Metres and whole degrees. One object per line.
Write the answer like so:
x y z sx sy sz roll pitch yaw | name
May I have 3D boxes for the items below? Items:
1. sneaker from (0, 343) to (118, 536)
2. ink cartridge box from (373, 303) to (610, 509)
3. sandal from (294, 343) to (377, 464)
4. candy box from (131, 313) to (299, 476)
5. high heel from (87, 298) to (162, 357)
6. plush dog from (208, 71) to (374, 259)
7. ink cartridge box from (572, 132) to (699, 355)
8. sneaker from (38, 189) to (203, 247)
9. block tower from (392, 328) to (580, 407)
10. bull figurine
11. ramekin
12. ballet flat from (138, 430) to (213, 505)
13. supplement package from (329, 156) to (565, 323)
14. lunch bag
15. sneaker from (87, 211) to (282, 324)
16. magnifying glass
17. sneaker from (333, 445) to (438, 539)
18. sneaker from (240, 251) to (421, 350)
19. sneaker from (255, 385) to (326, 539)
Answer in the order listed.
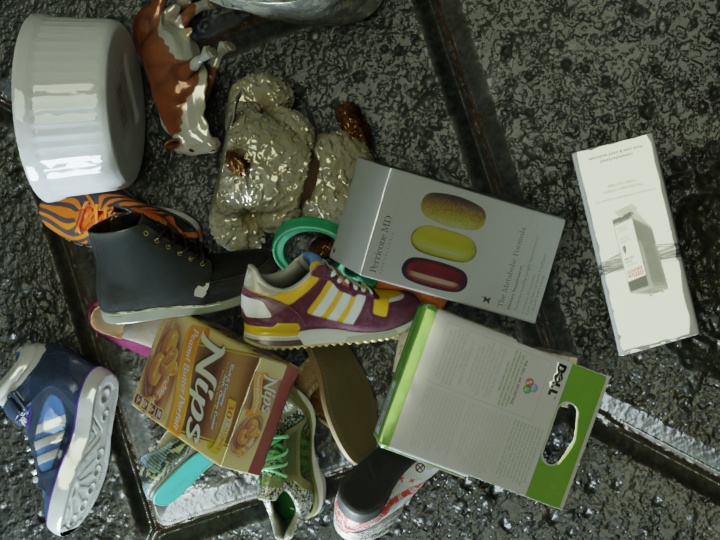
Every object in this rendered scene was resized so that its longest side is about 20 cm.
-0.361 0.183 1.666 0.145 0.080 0.203 18 98 21 | sneaker
0.130 0.138 1.485 0.198 0.076 0.149 21 89 -3 | ink cartridge box
-0.046 0.111 1.598 0.069 0.077 0.214 -19 89 42 | sandal
-0.153 0.120 1.512 0.199 0.055 0.117 23 93 53 | candy box
-0.212 0.081 1.649 0.198 0.096 0.068 17 92 -9 | high heel
-0.064 -0.105 1.564 0.170 0.160 0.203 9 93 -10 | plush dog
0.276 -0.026 1.470 0.082 0.147 0.203 -14 88 11 | ink cartridge box
-0.278 -0.057 1.620 0.197 0.112 0.079 11 93 13 | sneaker
0.129 0.098 1.554 0.197 0.054 0.059 12 93 14 | block tower
-0.192 -0.222 1.592 0.121 0.065 0.201 -44 59 30 | bull figurine
-0.298 -0.177 1.584 0.096 0.200 0.203 -2 90 6 | ramekin
-0.169 0.176 1.624 0.199 0.074 0.075 -37 83 7 | ballet flat
0.086 -0.031 1.490 0.198 0.109 0.115 14 95 -20 | supplement package
-0.072 -0.324 1.527 0.166 0.200 0.141 23 98 16 | lunch bag
-0.183 -0.014 1.539 0.197 0.075 0.107 -13 114 -9 | sneaker
0.000 0.000 1.554 0.198 0.023 0.080 21 132 -17 | magnifying glass
0.048 0.208 1.569 0.201 0.108 0.067 -39 71 -25 | sneaker
-0.026 0.025 1.501 0.198 0.075 0.091 -8 106 -26 | sneaker
-0.085 0.201 1.549 0.076 0.089 0.202 -6 119 18 | sneaker
